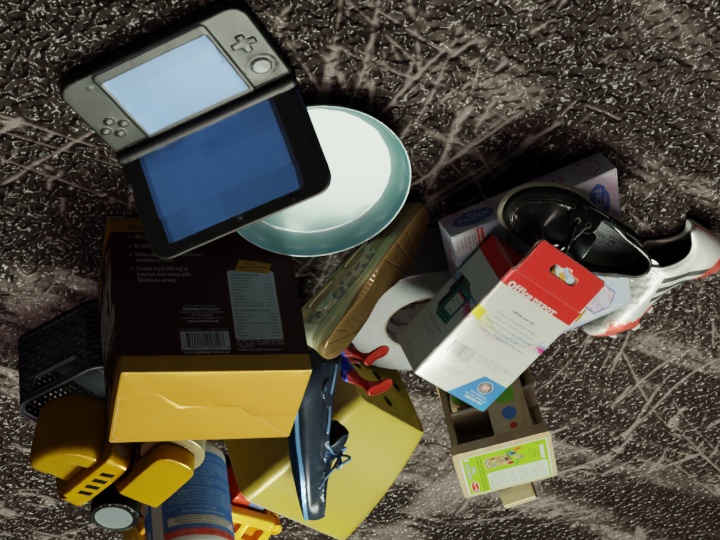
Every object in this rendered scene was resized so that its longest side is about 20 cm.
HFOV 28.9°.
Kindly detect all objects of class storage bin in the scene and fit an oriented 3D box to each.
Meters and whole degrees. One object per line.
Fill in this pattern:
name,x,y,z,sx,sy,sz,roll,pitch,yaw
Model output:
storage bin,-0.295,0.135,1.651,0.135,0.094,0.200,-26,141,20

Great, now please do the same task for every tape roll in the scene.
tape roll,0.074,0.036,1.642,0.200,0.066,0.201,-8,145,-6

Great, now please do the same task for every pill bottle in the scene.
pill bottle,-0.222,0.283,1.780,0.112,0.200,0.112,-7,145,-5

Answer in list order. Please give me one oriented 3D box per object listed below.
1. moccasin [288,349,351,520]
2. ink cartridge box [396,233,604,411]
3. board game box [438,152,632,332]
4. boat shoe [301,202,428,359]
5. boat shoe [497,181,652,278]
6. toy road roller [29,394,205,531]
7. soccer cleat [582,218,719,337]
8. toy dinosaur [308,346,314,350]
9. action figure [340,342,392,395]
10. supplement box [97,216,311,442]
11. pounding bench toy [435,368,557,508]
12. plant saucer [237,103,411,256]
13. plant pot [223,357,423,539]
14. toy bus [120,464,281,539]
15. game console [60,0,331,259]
moccasin,-0.043,0.186,1.550,0.068,0.080,0.201,-6,112,-12
ink cartridge box,0.150,0.044,1.499,0.116,0.067,0.200,31,110,-35
board game box,0.199,-0.008,1.557,0.199,0.041,0.200,-22,130,-9
boat shoe,0.000,0.000,1.519,0.200,0.063,0.073,-52,154,-12
boat shoe,0.234,-0.034,1.484,0.199,0.066,0.075,25,109,-35
toy road roller,-0.274,0.189,1.552,0.146,0.123,0.200,30,129,-29
soccer cleat,0.343,0.008,1.685,0.200,0.069,0.085,-33,130,23
toy dinosaur,-0.120,0.101,1.634,0.200,0.101,0.058,-31,-177,31
action figure,-0.035,0.084,1.598,0.052,0.200,0.066,-27,120,-30
supplement box,-0.173,0.061,1.490,0.197,0.200,0.133,0,142,-16
pounding bench toy,0.175,0.203,1.820,0.124,0.156,0.200,-15,144,3
plant saucer,-0.048,-0.096,1.438,0.199,0.027,0.201,-5,133,-5
plant pot,-0.044,0.178,1.710,0.176,0.200,0.200,-40,137,17
toy bus,-0.204,0.321,1.912,0.200,0.136,0.192,23,119,-35
game console,-0.154,-0.128,1.309,0.199,0.119,0.171,-23,143,14
